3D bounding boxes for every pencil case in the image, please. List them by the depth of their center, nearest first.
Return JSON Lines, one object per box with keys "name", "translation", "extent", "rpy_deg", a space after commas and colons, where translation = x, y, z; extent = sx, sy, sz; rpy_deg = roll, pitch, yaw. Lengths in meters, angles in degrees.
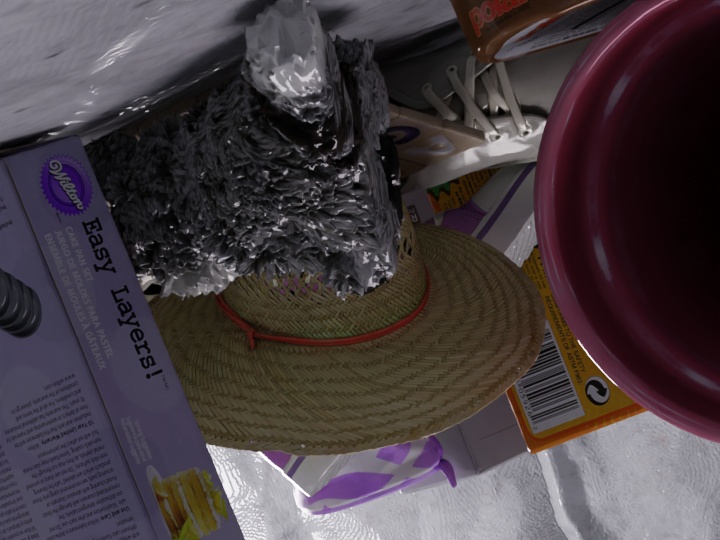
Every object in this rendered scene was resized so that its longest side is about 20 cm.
{"name": "pencil case", "translation": [-0.018, 0.024, 1.495], "extent": [0.085, 0.201, 0.084], "rpy_deg": [-16, -172, -1]}

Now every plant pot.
{"name": "plant pot", "translation": [0.193, -0.034, 1.232], "extent": [0.199, 0.201, 0.179], "rpy_deg": [-23, 178, 22]}

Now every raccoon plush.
{"name": "raccoon plush", "translation": [-0.062, -0.056, 1.152], "extent": [0.133, 0.097, 0.200], "rpy_deg": [-7, 147, 10]}

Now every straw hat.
{"name": "straw hat", "translation": [-0.018, -0.007, 1.279], "extent": [0.200, 0.085, 0.201], "rpy_deg": [-8, -149, 5]}

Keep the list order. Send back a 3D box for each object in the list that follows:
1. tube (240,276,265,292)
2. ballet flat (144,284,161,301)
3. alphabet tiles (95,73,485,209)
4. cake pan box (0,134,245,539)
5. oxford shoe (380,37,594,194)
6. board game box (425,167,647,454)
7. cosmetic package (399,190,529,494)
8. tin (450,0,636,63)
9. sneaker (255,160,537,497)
{"name": "tube", "translation": [-0.126, 0.062, 1.343], "extent": [0.200, 0.058, 0.052], "rpy_deg": [-34, 166, -7]}
{"name": "ballet flat", "translation": [-0.112, 0.029, 1.616], "extent": [0.200, 0.071, 0.071], "rpy_deg": [-53, 164, 22]}
{"name": "alphabet tiles", "translation": [-0.069, -0.038, 1.316], "extent": [0.199, 0.008, 0.167], "rpy_deg": [-24, 159, 32]}
{"name": "cake pan box", "translation": [-0.155, 0.061, 1.222], "extent": [0.052, 0.185, 0.200], "rpy_deg": [-19, 175, -44]}
{"name": "oxford shoe", "translation": [0.058, -0.079, 1.357], "extent": [0.199, 0.076, 0.058], "rpy_deg": [-18, -178, 25]}
{"name": "board game box", "translation": [0.176, -0.051, 1.471], "extent": [0.199, 0.201, 0.199], "rpy_deg": [-24, 176, 43]}
{"name": "cosmetic package", "translation": [0.046, 0.007, 1.555], "extent": [0.107, 0.201, 0.090], "rpy_deg": [-23, 179, -33]}
{"name": "tin", "translation": [0.123, -0.132, 1.235], "extent": [0.199, 0.042, 0.112], "rpy_deg": [-19, 172, -41]}
{"name": "sneaker", "translation": [0.000, 0.000, 1.408], "extent": [0.201, 0.114, 0.073], "rpy_deg": [-47, 170, 9]}
